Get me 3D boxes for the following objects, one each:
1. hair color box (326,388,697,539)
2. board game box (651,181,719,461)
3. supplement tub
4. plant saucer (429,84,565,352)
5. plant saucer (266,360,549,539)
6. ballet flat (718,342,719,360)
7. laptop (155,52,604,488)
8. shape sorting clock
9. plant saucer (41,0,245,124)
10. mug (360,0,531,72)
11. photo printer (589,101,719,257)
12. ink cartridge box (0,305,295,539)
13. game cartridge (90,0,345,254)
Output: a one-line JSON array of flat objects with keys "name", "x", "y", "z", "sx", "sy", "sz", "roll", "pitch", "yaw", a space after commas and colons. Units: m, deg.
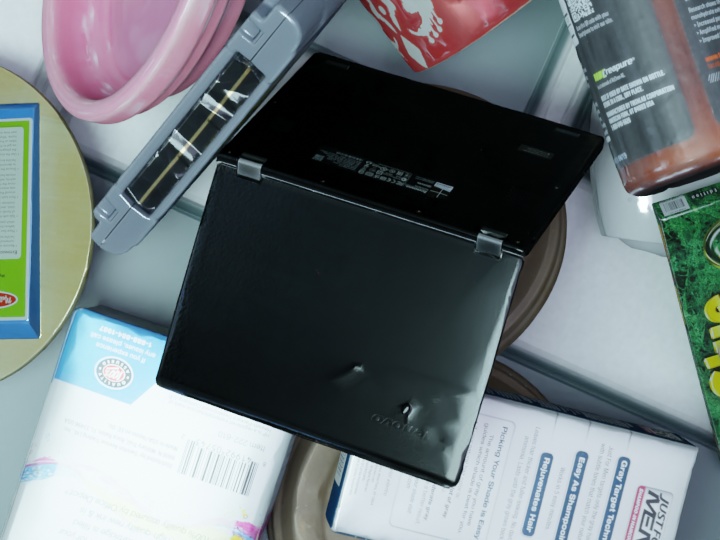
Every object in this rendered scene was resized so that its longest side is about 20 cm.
[{"name": "hair color box", "x": 0.088, "y": 0.125, "z": 1.512, "sx": 0.199, "sy": 0.061, "sz": 0.101, "roll": 14, "pitch": 92, "yaw": -5}, {"name": "board game box", "x": 0.244, "y": 0.028, "z": 1.522, "sx": 0.104, "sy": 0.024, "sz": 0.201, "roll": -17, "pitch": 124, "yaw": 4}, {"name": "supplement tub", "x": 0.168, "y": -0.151, "z": 1.449, "sx": 0.106, "sy": 0.107, "sz": 0.201, "roll": -18, "pitch": 87, "yaw": -3}, {"name": "plant saucer", "x": 0.019, "y": -0.026, "z": 1.481, "sx": 0.199, "sy": 0.030, "sz": 0.201, "roll": -5, "pitch": 62, "yaw": 9}, {"name": "plant saucer", "x": 0.041, "y": 0.146, "z": 1.562, "sx": 0.199, "sy": 0.029, "sz": 0.202, "roll": 0, "pitch": 92, "yaw": -4}, {"name": "ballet flat", "x": 0.291, "y": 0.097, "z": 1.520, "sx": 0.200, "sy": 0.067, "sz": 0.068, "roll": 35, "pitch": 115, "yaw": -28}, {"name": "laptop", "x": 0.012, "y": -0.007, "z": 1.443, "sx": 0.186, "sy": 0.200, "sz": 0.116, "roll": 18, "pitch": 129, "yaw": 18}, {"name": "shape sorting clock", "x": -0.248, "y": -0.027, "z": 1.506, "sx": 0.199, "sy": 0.039, "sz": 0.202, "roll": -2, "pitch": 83, "yaw": 17}, {"name": "plant saucer", "x": -0.115, "y": -0.179, "z": 1.460, "sx": 0.051, "sy": 0.200, "sz": 0.202, "roll": 14, "pitch": 93, "yaw": -32}, {"name": "mug", "x": 0.013, "y": -0.219, "z": 1.473, "sx": 0.133, "sy": 0.178, "sz": 0.201, "roll": -30, "pitch": 101, "yaw": 27}, {"name": "photo printer", "x": 0.238, "y": -0.085, "z": 1.541, "sx": 0.199, "sy": 0.069, "sz": 0.168, "roll": 7, "pitch": 93, "yaw": -5}, {"name": "ink cartridge box", "x": -0.127, "y": 0.138, "z": 1.516, "sx": 0.144, "sy": 0.085, "sz": 0.201, "roll": 19, "pitch": 91, "yaw": 2}, {"name": "game cartridge", "x": -0.072, "y": -0.104, "z": 1.458, "sx": 0.040, "sy": 0.134, "sz": 0.200, "roll": 39, "pitch": 125, "yaw": -6}]
